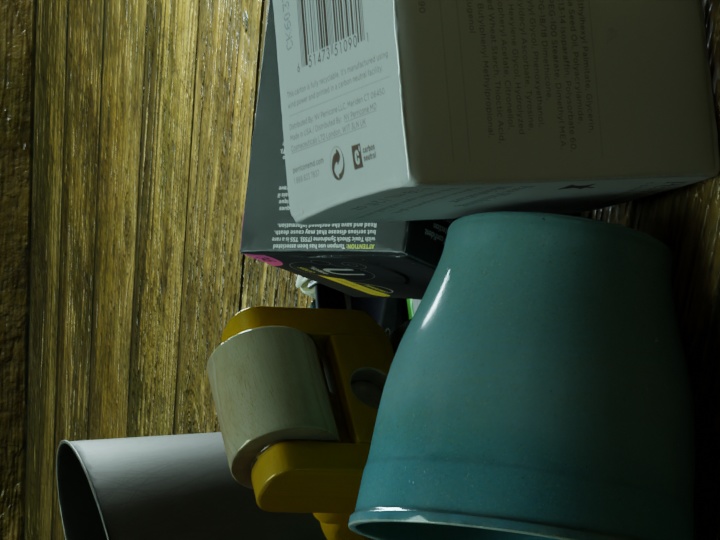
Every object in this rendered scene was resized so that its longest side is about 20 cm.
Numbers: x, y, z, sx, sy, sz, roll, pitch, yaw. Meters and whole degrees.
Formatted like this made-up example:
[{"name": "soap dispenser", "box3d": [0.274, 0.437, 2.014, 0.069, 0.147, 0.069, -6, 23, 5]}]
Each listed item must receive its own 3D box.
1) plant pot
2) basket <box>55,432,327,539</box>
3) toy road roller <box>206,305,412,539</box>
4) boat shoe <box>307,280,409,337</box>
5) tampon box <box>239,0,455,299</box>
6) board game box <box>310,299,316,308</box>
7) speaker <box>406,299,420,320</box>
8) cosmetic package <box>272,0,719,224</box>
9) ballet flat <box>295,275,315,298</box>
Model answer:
[{"name": "plant pot", "box3d": [0.103, 0.070, 1.438, 0.200, 0.200, 0.188, 149, 130, -72]}, {"name": "basket", "box3d": [-0.102, 0.186, 1.809, 0.180, 0.200, 0.136, -117, 25, -43]}, {"name": "toy road roller", "box3d": [-0.011, 0.114, 1.581, 0.146, 0.200, 0.123, -58, 37, 43]}, {"name": "boat shoe", "box3d": [0.000, 0.000, 1.711, 0.074, 0.062, 0.200, -17, 66, 33]}, {"name": "tampon box", "box3d": [0.023, -0.091, 1.582, 0.126, 0.150, 0.201, 1, 78, 31]}, {"name": "board game box", "box3d": [-0.013, 0.137, 1.881, 0.200, 0.028, 0.135, 99, 153, -43]}, {"name": "speaker", "box3d": [0.075, 0.000, 1.682, 0.088, 0.088, 0.201, 154, 111, -73]}, {"name": "cosmetic package", "box3d": [0.074, -0.119, 1.418, 0.165, 0.200, 0.165, 166, 101, -65]}, {"name": "ballet flat", "box3d": [-0.007, 0.025, 1.785, 0.075, 0.068, 0.200, -35, 61, 32]}]
